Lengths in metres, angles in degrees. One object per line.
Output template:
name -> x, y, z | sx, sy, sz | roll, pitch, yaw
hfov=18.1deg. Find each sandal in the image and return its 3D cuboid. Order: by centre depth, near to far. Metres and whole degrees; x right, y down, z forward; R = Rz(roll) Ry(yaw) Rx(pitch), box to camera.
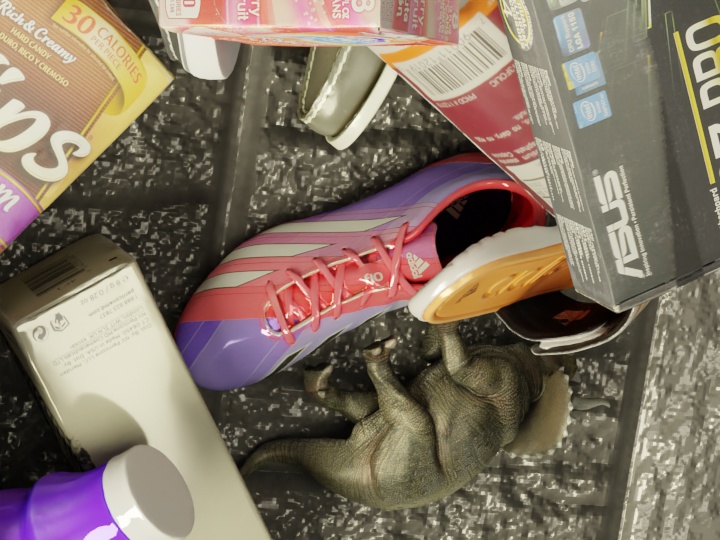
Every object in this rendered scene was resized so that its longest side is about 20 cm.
sandal -> 0.098, 0.014, 1.111 | 0.206, 0.079, 0.059 | -16, 69, -51

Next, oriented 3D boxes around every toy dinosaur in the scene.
toy dinosaur -> 0.034, 0.076, 1.144 | 0.199, 0.077, 0.103 | -29, 100, -15

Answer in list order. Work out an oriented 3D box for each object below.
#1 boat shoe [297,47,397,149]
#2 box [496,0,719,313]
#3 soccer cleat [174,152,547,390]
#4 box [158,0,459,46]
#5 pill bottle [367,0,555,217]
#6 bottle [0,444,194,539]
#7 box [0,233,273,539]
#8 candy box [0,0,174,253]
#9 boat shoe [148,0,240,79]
boat shoe -> 0.004, -0.161, 1.087 | 0.060, 0.072, 0.203 | 20, 88, -23
box -> 0.143, -0.105, 0.964 | 0.160, 0.049, 0.202 | -22, 109, -14
soccer cleat -> 0.000, 0.000, 1.114 | 0.199, 0.076, 0.067 | -27, 107, -14
box -> -0.015, -0.194, 0.920 | 0.102, 0.095, 0.202 | 2, 92, 23
pill bottle -> 0.099, -0.092, 1.038 | 0.200, 0.114, 0.114 | 40, 87, -25
bottle -> -0.164, 0.145, 1.044 | 0.199, 0.065, 0.084 | -33, 100, 25
box -> -0.104, 0.088, 1.095 | 0.068, 0.082, 0.201 | -28, 108, -12
candy box -> -0.198, -0.063, 1.043 | 0.200, 0.056, 0.117 | -46, 111, -7
boat shoe -> -0.094, -0.176, 0.959 | 0.066, 0.070, 0.201 | -1, 122, 13
